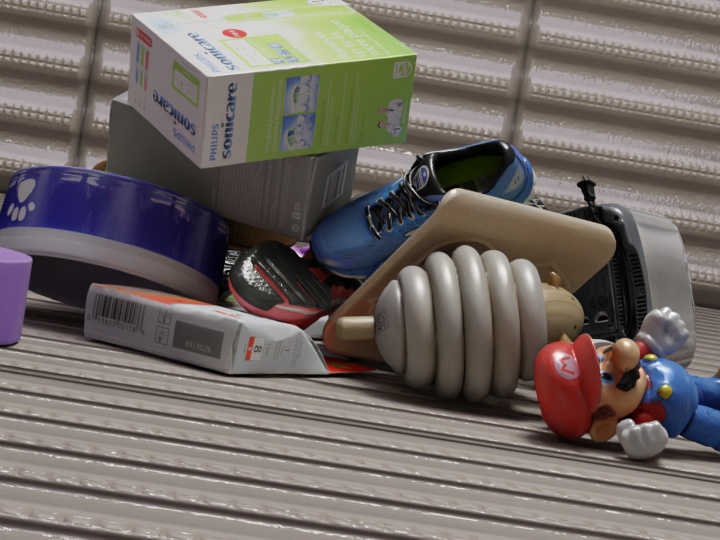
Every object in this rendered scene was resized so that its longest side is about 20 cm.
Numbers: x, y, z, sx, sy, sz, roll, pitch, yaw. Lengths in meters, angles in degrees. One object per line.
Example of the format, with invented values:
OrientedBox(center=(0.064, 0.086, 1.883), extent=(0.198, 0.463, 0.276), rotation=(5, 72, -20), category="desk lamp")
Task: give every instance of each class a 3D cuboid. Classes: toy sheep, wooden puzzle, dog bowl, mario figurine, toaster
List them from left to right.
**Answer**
OrientedBox(center=(-0.215, -0.020, 1.728), extent=(0.199, 0.079, 0.200), rotation=(12, -14, 3), category="dog bowl")
OrientedBox(center=(0.080, 0.044, 1.589), extent=(0.199, 0.139, 0.138), rotation=(-7, 5, -6), category="toy sheep")
OrientedBox(center=(0.088, 0.007, 1.687), extent=(0.185, 0.200, 0.046), rotation=(12, 45, -33), category="wooden puzzle")
OrientedBox(center=(0.231, 0.019, 1.814), extent=(0.113, 0.201, 0.129), rotation=(-12, -8, 32), category="toaster")
OrientedBox(center=(0.219, 0.083, 1.476), extent=(0.199, 0.107, 0.123), rotation=(9, 5, -28), category="mario figurine")

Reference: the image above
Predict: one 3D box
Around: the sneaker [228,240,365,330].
OrientedBox(center=(-0.064, 0.028, 1.697), extent=(0.074, 0.087, 0.200), rotation=(51, 20, 14), category="sneaker")

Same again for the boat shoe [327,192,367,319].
OrientedBox(center=(0.000, 0.000, 1.848), extent=(0.068, 0.072, 0.200), rotation=(47, -27, 16), category="boat shoe")

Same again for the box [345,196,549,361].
OrientedBox(center=(0.079, 0.005, 1.831), extent=(0.048, 0.193, 0.200), rotation=(50, 15, 12), category="box")

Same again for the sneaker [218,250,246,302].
OrientedBox(center=(-0.142, -0.007, 1.936), extent=(0.075, 0.092, 0.200), rotation=(15, 27, -7), category="sneaker")

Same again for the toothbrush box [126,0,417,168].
OrientedBox(center=(-0.075, -0.161, 1.681), extent=(0.199, 0.086, 0.146), rotation=(-10, 32, -29), category="toothbrush box")

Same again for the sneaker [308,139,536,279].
OrientedBox(center=(0.046, -0.061, 1.680), extent=(0.199, 0.079, 0.089), rotation=(-25, -27, 3), category="sneaker")

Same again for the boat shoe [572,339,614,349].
OrientedBox(center=(0.195, 0.093, 1.600), extent=(0.056, 0.069, 0.200), rotation=(10, -4, 37), category="boat shoe")

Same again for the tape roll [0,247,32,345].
OrientedBox(center=(-0.349, 0.007, 1.502), extent=(0.199, 0.066, 0.200), rotation=(9, 3, 0), category="tape roll")

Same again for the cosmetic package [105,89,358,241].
OrientedBox(center=(-0.111, -0.102, 1.743), extent=(0.199, 0.091, 0.107), rotation=(19, 27, 16), category="cosmetic package")

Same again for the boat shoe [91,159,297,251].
OrientedBox(center=(-0.153, -0.053, 1.838), extent=(0.199, 0.073, 0.072), rotation=(9, -16, -4), category="boat shoe")

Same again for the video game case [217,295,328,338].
OrientedBox(center=(-0.145, 0.038, 1.917), extent=(0.181, 0.023, 0.200), rotation=(12, 5, 37), category="video game case")

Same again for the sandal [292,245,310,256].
OrientedBox(center=(-0.006, 0.010, 2.002), extent=(0.202, 0.050, 0.082), rotation=(33, -5, 6), category="sandal")

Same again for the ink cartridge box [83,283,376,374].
OrientedBox(center=(-0.101, 0.048, 1.641), extent=(0.162, 0.050, 0.200), rotation=(12, 7, 35), category="ink cartridge box")
